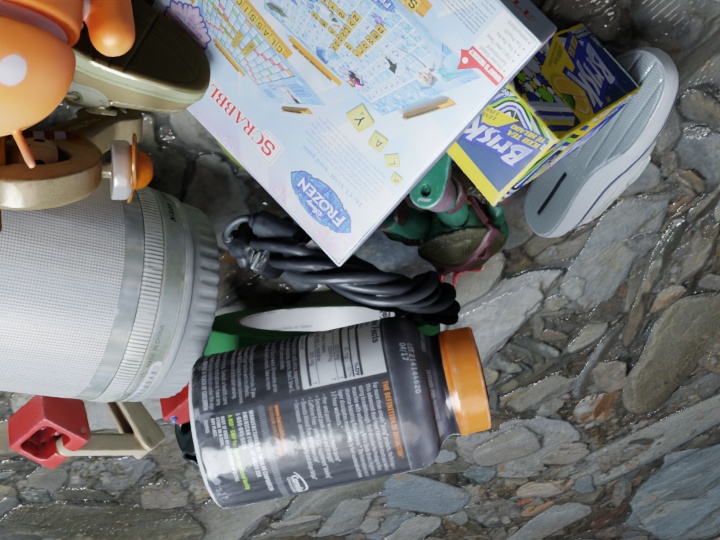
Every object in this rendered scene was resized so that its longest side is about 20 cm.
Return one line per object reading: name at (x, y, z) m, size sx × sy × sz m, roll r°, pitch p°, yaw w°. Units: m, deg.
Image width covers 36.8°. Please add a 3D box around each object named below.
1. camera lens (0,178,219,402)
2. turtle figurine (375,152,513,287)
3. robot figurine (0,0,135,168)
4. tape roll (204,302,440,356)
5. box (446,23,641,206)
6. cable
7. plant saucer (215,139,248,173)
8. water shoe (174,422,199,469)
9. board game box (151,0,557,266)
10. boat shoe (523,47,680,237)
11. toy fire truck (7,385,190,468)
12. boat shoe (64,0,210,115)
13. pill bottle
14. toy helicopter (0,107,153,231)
camera lens at (-0.219, 0.007, 0.766) m, size 0.197 × 0.162 × 0.160 m, roll 12°, pitch 135°, yaw -32°
turtle figurine at (0.069, -0.049, 0.827) m, size 0.149 × 0.102 × 0.199 m, roll -33°, pitch 160°, yaw 24°
robot figurine at (-0.194, -0.155, 0.543) m, size 0.115 × 0.204 × 0.143 m, roll 0°, pitch 173°, yaw 25°
tape roll at (-0.031, 0.062, 0.898) m, size 0.197 × 0.049 × 0.200 m, roll -2°, pitch -173°, yaw 0°
box at (0.124, -0.112, 0.737) m, size 0.064 × 0.070 × 0.199 m, roll -45°, pitch 173°, yaw 33°
cable at (0.000, 0.000, 0.797) m, size 0.161 × 0.052 × 0.200 m, roll 15°, pitch 176°, yaw 25°
plant saucer at (-0.013, -0.121, 0.793) m, size 0.196 × 0.031 × 0.201 m, roll -11°, pitch 143°, yaw -9°
water shoe at (-0.082, 0.141, 1.055) m, size 0.197 × 0.080 × 0.072 m, roll -15°, pitch 143°, yaw -2°
board game box at (-0.019, -0.140, 0.653) m, size 0.200 × 0.200 × 0.041 m, roll -45°, pitch 178°, yaw 33°
boat shoe at (0.202, -0.105, 0.876) m, size 0.066 × 0.074 × 0.201 m, roll -12°, pitch 154°, yaw -32°
toy fire truck at (-0.200, 0.107, 0.915) m, size 0.049 × 0.143 × 0.199 m, roll -37°, pitch 138°, yaw 26°
boat shoe at (-0.189, -0.134, 0.651) m, size 0.197 × 0.074 × 0.064 m, roll 14°, pitch 136°, yaw -13°
pill bottle at (-0.011, 0.093, 0.746) m, size 0.196 × 0.108 × 0.107 m, roll -12°, pitch 143°, yaw 3°
toy helicopter at (-0.177, -0.075, 0.670) m, size 0.130 × 0.200 × 0.080 m, roll 6°, pitch 110°, yaw 9°
